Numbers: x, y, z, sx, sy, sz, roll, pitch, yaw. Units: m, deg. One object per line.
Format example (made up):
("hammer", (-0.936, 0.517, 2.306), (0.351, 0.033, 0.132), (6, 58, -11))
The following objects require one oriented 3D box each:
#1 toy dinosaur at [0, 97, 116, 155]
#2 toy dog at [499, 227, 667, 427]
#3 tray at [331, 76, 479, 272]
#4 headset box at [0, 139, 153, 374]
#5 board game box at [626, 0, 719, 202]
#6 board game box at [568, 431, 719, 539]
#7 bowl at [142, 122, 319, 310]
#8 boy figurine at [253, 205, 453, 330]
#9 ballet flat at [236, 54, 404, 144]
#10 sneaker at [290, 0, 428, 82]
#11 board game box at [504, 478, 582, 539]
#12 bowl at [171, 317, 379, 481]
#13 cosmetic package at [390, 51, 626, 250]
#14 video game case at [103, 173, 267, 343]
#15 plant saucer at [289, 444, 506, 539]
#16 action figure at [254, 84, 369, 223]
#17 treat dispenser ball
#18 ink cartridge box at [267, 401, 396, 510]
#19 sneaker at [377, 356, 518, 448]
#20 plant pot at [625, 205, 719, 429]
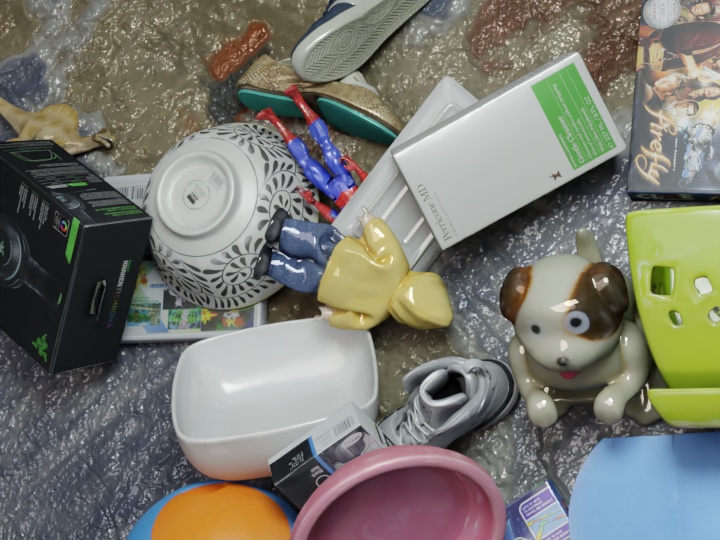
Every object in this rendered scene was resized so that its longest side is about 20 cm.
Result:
("toy dinosaur", (-0.364, -0.149, 1.697), (0.199, 0.058, 0.102), (23, 71, 16))
("toy dog", (0.201, 0.048, 1.346), (0.138, 0.200, 0.196), (8, 81, 22))
("tray", (0.066, -0.082, 1.496), (0.107, 0.022, 0.201), (37, 93, -9))
("headset box", (-0.318, -0.014, 1.567), (0.199, 0.092, 0.175), (36, 119, 32))
("board game box", (0.329, -0.166, 1.437), (0.134, 0.035, 0.202), (2, 78, 21))
("board game box", (0.288, 0.229, 1.356), (0.198, 0.039, 0.160), (-6, 73, 18))
("bowl", (-0.150, -0.067, 1.542), (0.199, 0.094, 0.203), (-4, 77, 19))
("boy figurine", (0.000, 0.000, 1.467), (0.198, 0.064, 0.125), (18, 106, 4))
("ballet flat", (-0.035, -0.185, 1.566), (0.198, 0.071, 0.066), (18, 70, 20))
("sneaker", (-0.009, -0.272, 1.554), (0.200, 0.075, 0.084), (-40, 59, -21))
("board game box", (0.128, 0.305, 1.403), (0.199, 0.034, 0.136), (-34, 68, 10))
("bowl", (-0.078, 0.129, 1.449), (0.198, 0.200, 0.075), (-9, 116, 0))
("cosmetic package", (0.138, -0.114, 1.440), (0.199, 0.085, 0.108), (-30, 97, 2))
("video game case", (-0.189, -0.016, 1.608), (0.198, 0.022, 0.184), (-2, 77, 20))
("plant saucer", (0.030, 0.230, 1.351), (0.200, 0.201, 0.051), (-37, 37, 9))
("action figure", (-0.027, -0.091, 1.525), (0.065, 0.052, 0.200), (-38, 92, 15))
("treat dispenser ball", (-0.131, 0.298, 1.415), (0.199, 0.201, 0.203), (-5, 76, 20))
("ink cartridge box", (0.012, 0.211, 1.387), (0.099, 0.200, 0.039), (-37, 37, 9))
("sneaker", (0.052, 0.145, 1.426), (0.199, 0.115, 0.075), (-37, 68, 10))
("plant pot", (0.339, 0.045, 1.301), (0.197, 0.200, 0.184), (-3, 84, 19))
